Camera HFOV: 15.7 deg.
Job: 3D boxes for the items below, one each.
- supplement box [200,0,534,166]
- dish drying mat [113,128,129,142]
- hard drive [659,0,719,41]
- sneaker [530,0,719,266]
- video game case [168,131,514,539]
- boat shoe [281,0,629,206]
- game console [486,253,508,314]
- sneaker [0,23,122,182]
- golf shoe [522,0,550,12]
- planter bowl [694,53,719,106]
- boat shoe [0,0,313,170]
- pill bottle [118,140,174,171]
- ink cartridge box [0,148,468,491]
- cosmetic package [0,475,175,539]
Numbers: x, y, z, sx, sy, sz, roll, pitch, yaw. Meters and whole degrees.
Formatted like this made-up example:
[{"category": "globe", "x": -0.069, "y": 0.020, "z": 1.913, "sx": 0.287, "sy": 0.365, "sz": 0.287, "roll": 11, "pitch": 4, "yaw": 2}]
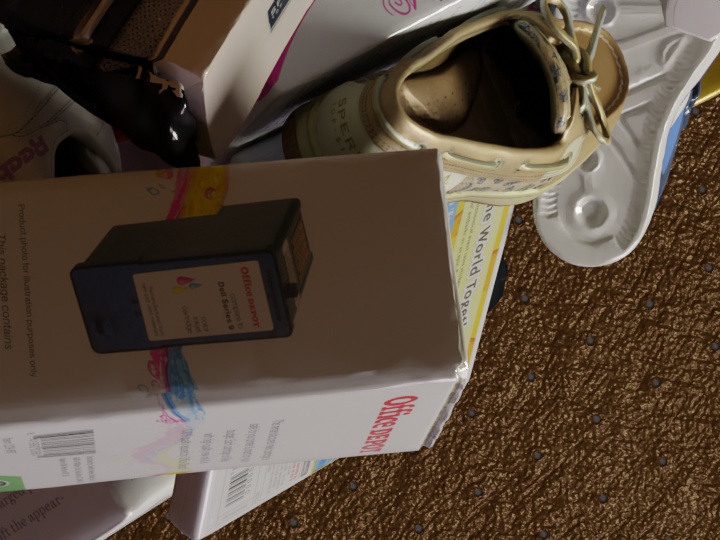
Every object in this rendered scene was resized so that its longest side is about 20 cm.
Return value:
[{"category": "supplement box", "x": 0.002, "y": -0.134, "z": 1.046, "sx": 0.199, "sy": 0.102, "sz": 0.103, "roll": -31, "pitch": 177, "yaw": -27}, {"category": "dish drying mat", "x": -0.160, "y": -0.056, "z": 1.116, "sx": 0.076, "sy": 0.018, "sz": 0.200, "roll": 11, "pitch": -166, "yaw": 20}, {"category": "hard drive", "x": 0.135, "y": -0.182, "z": 0.931, "sx": 0.200, "sy": 0.026, "sz": 0.132, "roll": -89, "pitch": -160, "yaw": -60}, {"category": "sneaker", "x": 0.125, "y": -0.109, "z": 1.206, "sx": 0.147, "sy": 0.080, "sz": 0.201, "roll": -69, "pitch": 173, "yaw": -70}, {"category": "video game case", "x": 0.000, "y": 0.004, "z": 1.122, "sx": 0.181, "sy": 0.023, "sz": 0.201, "roll": -27, "pitch": 142, "yaw": -39}, {"category": "boat shoe", "x": 0.054, "y": -0.065, "z": 1.029, "sx": 0.063, "sy": 0.074, "sz": 0.200, "roll": -32, "pitch": 176, "yaw": 41}, {"category": "game console", "x": 0.000, "y": 0.000, "z": 1.164, "sx": 0.176, "sy": 0.031, "sz": 0.201, "roll": -36, "pitch": 149, "yaw": -21}, {"category": "sneaker", "x": -0.132, "y": -0.055, "z": 1.012, "sx": 0.075, "sy": 0.100, "sz": 0.200, "roll": -33, "pitch": 179, "yaw": 9}, {"category": "golf shoe", "x": 0.040, "y": -0.110, "z": 1.192, "sx": 0.075, "sy": 0.091, "sz": 0.201, "roll": 62, "pitch": 47, "yaw": -63}, {"category": "planter bowl", "x": 0.157, "y": -0.165, "z": 1.307, "sx": 0.199, "sy": 0.084, "sz": 0.201, "roll": -25, "pitch": 154, "yaw": -13}, {"category": "boat shoe", "x": -0.051, "y": -0.134, "z": 0.923, "sx": 0.201, "sy": 0.092, "sz": 0.075, "roll": -58, "pitch": 161, "yaw": -28}, {"category": "pill bottle", "x": -0.042, "y": -0.090, "z": 1.284, "sx": 0.109, "sy": 0.110, "sz": 0.200, "roll": -32, "pitch": 177, "yaw": 20}, {"category": "ink cartridge box", "x": -0.069, "y": 0.023, "z": 0.926, "sx": 0.198, "sy": 0.088, "sz": 0.145, "roll": -4, "pitch": 167, "yaw": -5}, {"category": "cosmetic package", "x": -0.173, "y": 0.042, "z": 1.245, "sx": 0.165, "sy": 0.201, "sz": 0.165, "roll": -33, "pitch": 177, "yaw": 30}]
